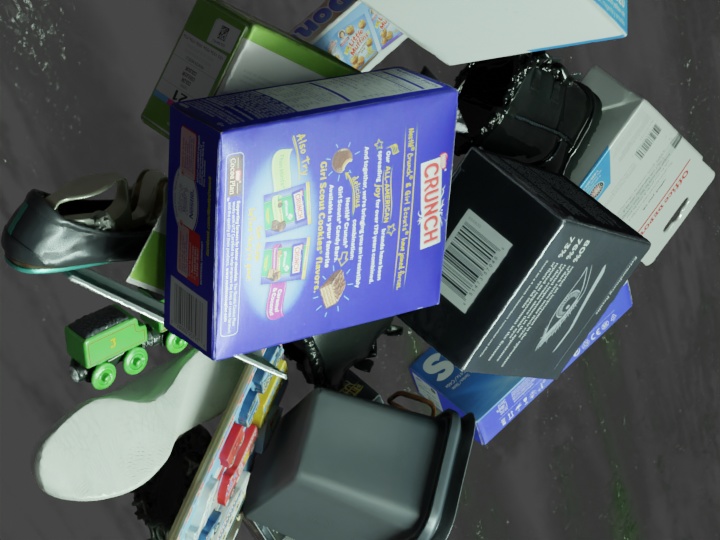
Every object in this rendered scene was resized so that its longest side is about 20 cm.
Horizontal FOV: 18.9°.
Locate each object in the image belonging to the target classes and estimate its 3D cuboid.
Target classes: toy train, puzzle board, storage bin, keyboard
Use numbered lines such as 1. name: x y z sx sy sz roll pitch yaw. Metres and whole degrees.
1. toy train: -0.143 0.030 1.668 0.199 0.042 0.057 -27 129 -33
2. puzzle board: -0.100 0.153 1.712 0.151 0.017 0.201 83 30 -68
3. storage bin: -0.006 0.162 1.786 0.200 0.133 0.147 139 -30 -63
4. keyboard: -0.141 0.035 1.589 0.199 0.056 0.011 27 98 -32

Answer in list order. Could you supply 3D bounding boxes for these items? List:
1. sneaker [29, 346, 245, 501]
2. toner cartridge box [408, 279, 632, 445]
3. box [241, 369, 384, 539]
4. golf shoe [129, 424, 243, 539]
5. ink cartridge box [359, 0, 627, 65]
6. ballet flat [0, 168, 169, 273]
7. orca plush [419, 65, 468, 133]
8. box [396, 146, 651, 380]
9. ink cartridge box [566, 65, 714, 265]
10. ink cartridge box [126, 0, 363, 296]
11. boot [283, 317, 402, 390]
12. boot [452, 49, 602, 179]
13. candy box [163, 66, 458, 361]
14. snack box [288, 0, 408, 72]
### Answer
1. sneaker: -0.181 0.120 1.669 0.199 0.088 0.076 -29 100 -37
2. toner cartridge box: 0.149 0.060 1.997 0.200 0.095 0.043 -42 146 -15
3. box: -0.027 0.202 1.963 0.159 0.046 0.200 -44 146 -12
4. golf shoe: -0.142 0.194 1.809 0.094 0.077 0.201 -41 151 -47
5. ink cartridge box: 0.094 -0.267 1.492 0.144 0.146 0.202 26 62 -57
6. ballet flat: -0.166 -0.037 1.550 0.199 0.073 0.074 -4 125 -44
7. orca plush: -0.019 -0.088 1.688 0.200 0.071 0.105 -45 121 8
8. box: 0.126 -0.001 1.751 0.149 0.104 0.200 -55 155 11
9. ink cartridge box: 0.240 -0.092 1.986 0.116 0.068 0.200 -53 147 3
10. ink cartridge box: -0.089 -0.075 1.555 0.147 0.076 0.201 22 99 -43
11. boot: -0.001 -0.001 1.773 0.162 0.073 0.199 -37 146 -16
12. boot: 0.123 -0.098 1.836 0.162 0.073 0.199 20 98 -58
13. candy box: -0.035 -0.044 1.510 0.199 0.077 0.171 -12 118 -33
14. snack box: -0.035 -0.154 1.635 0.200 0.024 0.072 -42 144 -14
